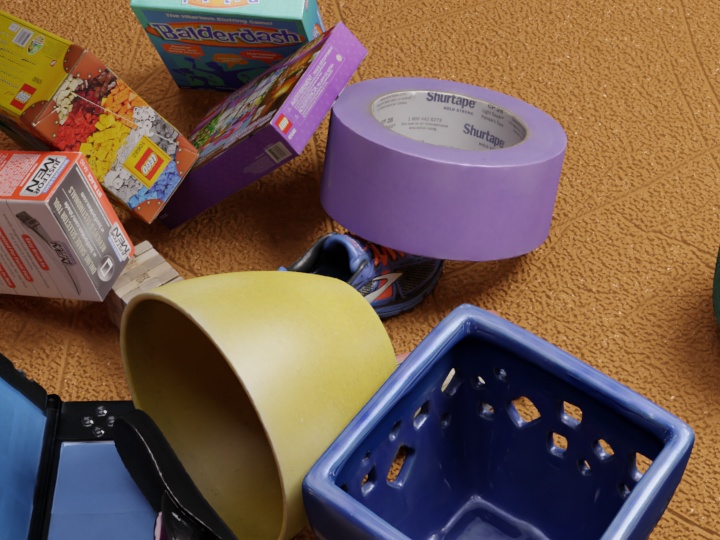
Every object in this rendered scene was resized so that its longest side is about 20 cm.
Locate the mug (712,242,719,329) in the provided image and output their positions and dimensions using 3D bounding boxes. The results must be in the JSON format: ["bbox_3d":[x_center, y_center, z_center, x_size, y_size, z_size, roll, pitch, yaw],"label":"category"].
[{"bbox_3d":[0.348,0.025,1.329,0.151,0.115,0.186,19,52,18],"label":"mug"}]

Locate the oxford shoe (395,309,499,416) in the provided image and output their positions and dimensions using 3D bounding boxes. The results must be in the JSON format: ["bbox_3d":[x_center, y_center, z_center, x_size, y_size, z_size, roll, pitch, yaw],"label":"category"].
[{"bbox_3d":[0.052,0.104,1.302,0.199,0.071,0.075,-32,61,-22],"label":"oxford shoe"}]

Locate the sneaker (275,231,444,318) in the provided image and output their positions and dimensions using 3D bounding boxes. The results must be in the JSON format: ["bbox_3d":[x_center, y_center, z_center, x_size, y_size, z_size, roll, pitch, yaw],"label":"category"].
[{"bbox_3d":[0.000,0.000,1.387,0.075,0.079,0.199,37,53,28],"label":"sneaker"}]

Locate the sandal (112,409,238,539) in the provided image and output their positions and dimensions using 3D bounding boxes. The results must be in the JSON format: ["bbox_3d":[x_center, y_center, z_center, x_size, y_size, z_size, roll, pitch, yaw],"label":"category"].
[{"bbox_3d":[-0.129,0.192,1.209,0.048,0.076,0.201,-25,64,-30],"label":"sandal"}]

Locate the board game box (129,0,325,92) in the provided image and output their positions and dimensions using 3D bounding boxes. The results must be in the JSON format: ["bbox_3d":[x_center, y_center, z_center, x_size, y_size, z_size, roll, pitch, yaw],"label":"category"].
[{"bbox_3d":[-0.108,-0.210,1.507,0.150,0.200,0.046,6,76,8],"label":"board game box"}]

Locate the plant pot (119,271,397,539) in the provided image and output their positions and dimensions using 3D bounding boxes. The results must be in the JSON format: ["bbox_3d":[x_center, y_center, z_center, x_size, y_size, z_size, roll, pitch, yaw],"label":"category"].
[{"bbox_3d":[-0.058,0.079,1.200,0.141,0.201,0.200,-27,52,-30],"label":"plant pot"}]

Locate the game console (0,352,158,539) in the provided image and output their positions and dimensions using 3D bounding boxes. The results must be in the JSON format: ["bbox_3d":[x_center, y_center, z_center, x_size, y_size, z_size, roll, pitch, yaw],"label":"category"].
[{"bbox_3d":[-0.218,0.148,1.239,0.170,0.119,0.201,-1,48,2],"label":"game console"}]

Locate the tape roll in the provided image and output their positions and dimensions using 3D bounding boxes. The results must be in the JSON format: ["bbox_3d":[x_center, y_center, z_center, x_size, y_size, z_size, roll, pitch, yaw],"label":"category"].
[{"bbox_3d":[0.068,-0.088,1.414,0.197,0.086,0.200,7,25,-3],"label":"tape roll"}]

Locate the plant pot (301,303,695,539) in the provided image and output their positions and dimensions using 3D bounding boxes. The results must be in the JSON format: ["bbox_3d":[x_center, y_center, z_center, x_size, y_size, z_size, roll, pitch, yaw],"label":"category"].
[{"bbox_3d":[0.094,0.179,1.157,0.199,0.181,0.200,28,54,26],"label":"plant pot"}]

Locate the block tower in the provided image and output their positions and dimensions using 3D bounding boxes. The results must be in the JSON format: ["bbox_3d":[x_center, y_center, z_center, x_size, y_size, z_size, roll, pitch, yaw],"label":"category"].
[{"bbox_3d":[-0.135,0.062,1.357,0.054,0.058,0.200,-31,52,-23],"label":"block tower"}]

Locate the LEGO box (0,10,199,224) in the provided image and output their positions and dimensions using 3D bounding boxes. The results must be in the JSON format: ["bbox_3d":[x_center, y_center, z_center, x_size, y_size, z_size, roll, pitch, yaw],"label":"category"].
[{"bbox_3d":[-0.253,-0.136,1.431,0.199,0.149,0.077,27,78,47],"label":"LEGO box"}]

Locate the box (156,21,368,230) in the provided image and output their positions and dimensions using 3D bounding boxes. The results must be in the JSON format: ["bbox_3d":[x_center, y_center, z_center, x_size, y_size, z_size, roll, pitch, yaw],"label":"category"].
[{"bbox_3d":[-0.092,-0.121,1.444,0.039,0.199,0.137,45,50,-17],"label":"box"}]

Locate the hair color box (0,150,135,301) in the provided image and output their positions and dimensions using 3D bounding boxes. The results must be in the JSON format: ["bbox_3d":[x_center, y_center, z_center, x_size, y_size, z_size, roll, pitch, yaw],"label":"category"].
[{"bbox_3d":[-0.296,-0.039,1.381,0.198,0.112,0.064,5,47,30],"label":"hair color box"}]
